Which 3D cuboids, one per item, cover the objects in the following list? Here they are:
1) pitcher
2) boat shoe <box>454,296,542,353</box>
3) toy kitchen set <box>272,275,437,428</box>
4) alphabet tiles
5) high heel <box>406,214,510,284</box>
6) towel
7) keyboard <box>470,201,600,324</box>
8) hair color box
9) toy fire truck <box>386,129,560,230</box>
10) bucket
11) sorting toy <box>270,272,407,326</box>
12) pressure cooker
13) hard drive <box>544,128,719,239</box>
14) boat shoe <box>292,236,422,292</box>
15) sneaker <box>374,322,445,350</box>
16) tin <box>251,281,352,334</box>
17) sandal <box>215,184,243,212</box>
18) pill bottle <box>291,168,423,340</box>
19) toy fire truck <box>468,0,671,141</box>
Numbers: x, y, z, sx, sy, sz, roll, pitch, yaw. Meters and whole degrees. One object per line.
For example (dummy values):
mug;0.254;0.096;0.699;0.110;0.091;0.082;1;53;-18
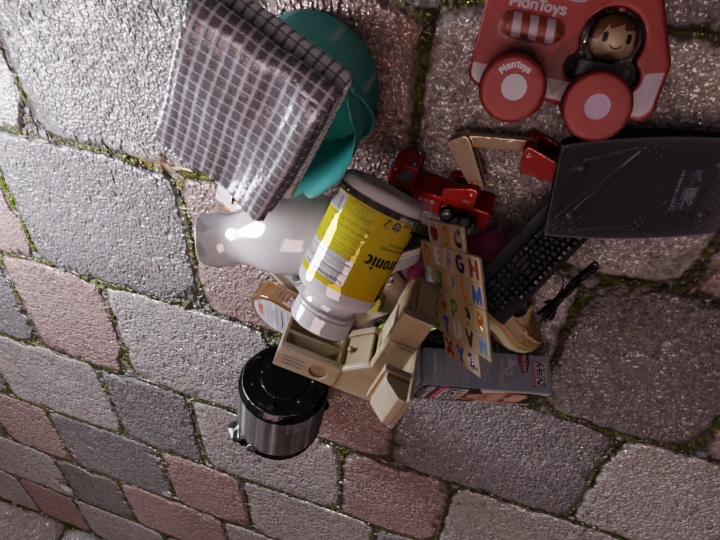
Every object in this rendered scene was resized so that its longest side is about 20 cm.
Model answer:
pitcher;-0.117;-0.052;0.882;0.198;0.171;0.122;-5;90;21
boat shoe;0.218;0.062;0.841;0.076;0.072;0.199;-34;140;28
toy kitchen set;-0.015;0.108;0.817;0.179;0.164;0.201;22;132;-6
alphabet tiles;0.124;0.033;0.784;0.006;0.166;0.202;-14;105;-16
high heel;0.129;-0.001;0.835;0.199;0.096;0.067;-28;115;40
towel;-0.120;-0.164;0.618;0.165;0.086;0.200;33;134;-5
keyboard;0.243;-0.008;0.747;0.127;0.021;0.200;41;96;-20
hair color box;0.184;0.168;0.925;0.198;0.061;0.099;5;157;-6
toy fire truck;0.136;-0.127;0.752;0.199;0.049;0.142;20;135;8
bucket;-0.078;-0.204;0.719;0.206;0.135;0.208;14;134;14
sorting toy;-0.036;0.023;0.975;0.199;0.037;0.185;-26;115;39
pressure cooker;-0.158;0.269;1.154;0.175;0.179;0.201;17;134;5
hard drive;0.316;-0.099;0.669;0.198;0.043;0.136;-1;131;4
boat shoe;-0.001;0.001;0.884;0.200;0.075;0.065;-19;119;8
sneaker;0.098;0.089;0.946;0.199;0.083;0.072;-10;142;34
tin;-0.105;0.089;1.040;0.199;0.042;0.112;27;143;13
sandal;-0.170;-0.126;0.829;0.206;0.079;0.060;20;131;59
pill bottle;-0.011;-0.017;0.752;0.111;0.111;0.201;27;105;-1
toy fire truck;0.210;-0.232;0.593;0.198;0.112;0.169;15;116;10
